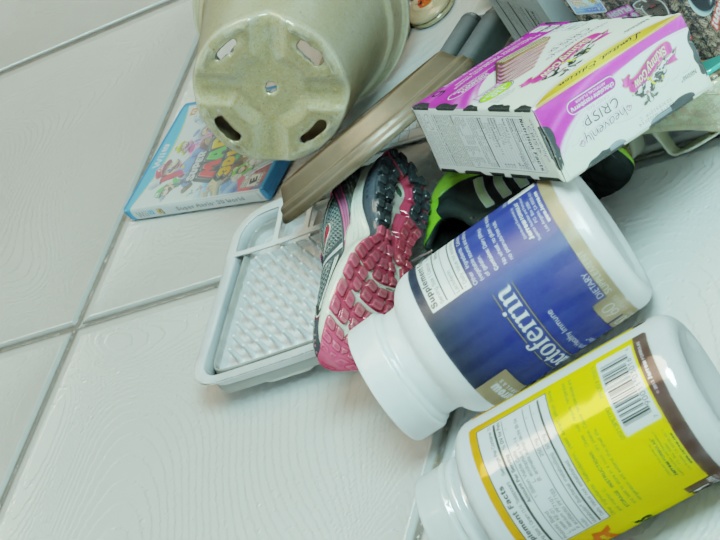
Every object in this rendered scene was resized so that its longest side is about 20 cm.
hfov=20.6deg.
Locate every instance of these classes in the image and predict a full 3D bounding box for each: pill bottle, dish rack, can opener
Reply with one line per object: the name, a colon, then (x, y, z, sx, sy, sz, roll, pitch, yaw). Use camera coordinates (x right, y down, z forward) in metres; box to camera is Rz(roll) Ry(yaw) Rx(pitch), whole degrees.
pill bottle: (0.136, 0.119, 1.254, 0.199, 0.109, 0.110, -31, 34, 18)
dish rack: (-0.047, 0.013, 1.641, 0.171, 0.044, 0.201, -19, 39, 32)
can opener: (0.099, -0.215, 1.723, 0.052, 0.067, 0.201, -5, 47, 45)
pill bottle: (0.096, 0.027, 1.401, 0.199, 0.116, 0.116, -35, 33, 13)

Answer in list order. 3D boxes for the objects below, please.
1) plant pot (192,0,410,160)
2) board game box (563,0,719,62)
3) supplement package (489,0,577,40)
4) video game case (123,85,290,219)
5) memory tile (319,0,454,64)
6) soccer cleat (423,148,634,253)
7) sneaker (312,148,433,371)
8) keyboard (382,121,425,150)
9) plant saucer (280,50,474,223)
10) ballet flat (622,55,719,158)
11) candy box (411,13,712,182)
plant pot: (-0.065, -0.193, 1.717, 0.200, 0.201, 0.184, -28, 21, 21)
board game box: (0.232, -0.247, 1.493, 0.096, 0.200, 0.160, -5, 48, 46)
supplement package: (0.193, -0.287, 1.616, 0.200, 0.156, 0.111, -43, 30, -7)
video game case: (-0.130, -0.117, 1.907, 0.199, 0.018, 0.144, -7, 48, 44)
memory tile: (0.020, -0.270, 1.925, 0.153, 0.017, 0.201, -30, 34, 19)
soccer cleat: (0.128, -0.051, 1.515, 0.199, 0.067, 0.082, -13, 52, 48)
sneaker: (0.000, 0.000, 1.522, 0.074, 0.081, 0.201, -23, 35, 36)
keyboard: (0.093, -0.144, 1.703, 0.199, 0.011, 0.057, -13, 43, 39)
plant saucer: (0.008, -0.111, 1.588, 0.200, 0.030, 0.200, -41, 4, 3)
ballet flat: (0.209, -0.110, 1.488, 0.199, 0.063, 0.067, -9, 24, 49)
candy box: (0.140, -0.125, 1.427, 0.136, 0.061, 0.200, -33, 17, -18)
